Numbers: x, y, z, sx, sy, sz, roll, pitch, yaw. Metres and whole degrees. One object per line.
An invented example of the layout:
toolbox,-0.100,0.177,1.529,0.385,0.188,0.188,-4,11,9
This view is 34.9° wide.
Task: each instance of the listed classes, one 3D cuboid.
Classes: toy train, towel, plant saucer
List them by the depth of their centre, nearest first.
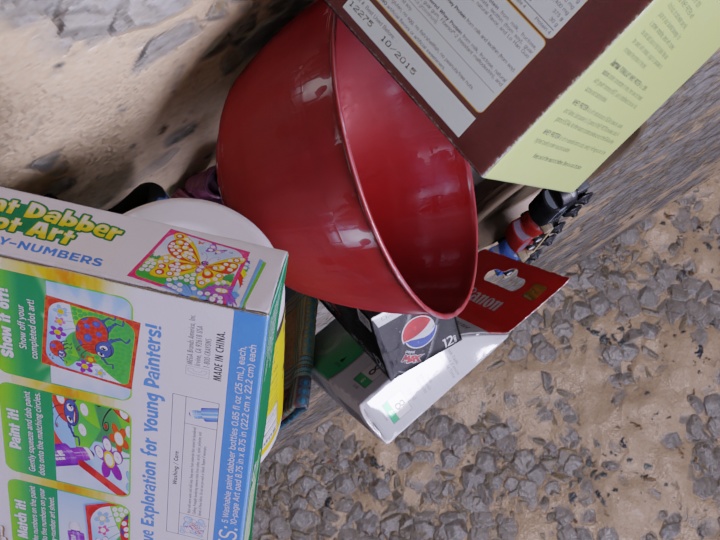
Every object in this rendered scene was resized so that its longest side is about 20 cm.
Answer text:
plant saucer,0.159,-0.081,1.001,0.198,0.030,0.200,-30,169,-7
toy train,0.152,-0.035,1.015,0.045,0.034,0.200,-25,167,-17
towel,-0.080,0.061,1.027,0.021,0.203,0.146,23,139,-24

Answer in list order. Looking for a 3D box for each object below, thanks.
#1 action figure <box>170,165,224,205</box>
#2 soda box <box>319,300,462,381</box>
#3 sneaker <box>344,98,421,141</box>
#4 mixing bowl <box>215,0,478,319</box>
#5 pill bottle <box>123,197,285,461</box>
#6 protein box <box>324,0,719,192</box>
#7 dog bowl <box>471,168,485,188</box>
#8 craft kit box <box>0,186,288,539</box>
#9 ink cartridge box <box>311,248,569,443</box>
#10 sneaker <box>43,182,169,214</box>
action figure,-0.073,-0.050,0.813,0.197,0.150,0.135,-8,132,-20
soda box,0.000,0.000,0.913,0.070,0.200,0.064,-28,127,-13
sneaker,0.052,-0.128,0.817,0.198,0.067,0.091,-29,167,-26
mixing bowl,-0.015,-0.062,0.669,0.107,0.204,0.200,-13,177,22
pill bottle,-0.098,0.060,0.658,0.110,0.112,0.201,-27,153,-21
protein box,0.116,-0.162,0.592,0.200,0.135,0.198,-45,165,18
dog bowl,0.103,-0.097,1.057,0.198,0.079,0.200,-31,169,-6
craft kit box,-0.138,0.058,0.506,0.049,0.194,0.202,-80,-179,-50
ink cartridge box,0.054,0.041,0.953,0.200,0.050,0.161,-42,-158,-10
sneaker,-0.194,0.002,0.681,0.198,0.090,0.078,-28,-147,-29
